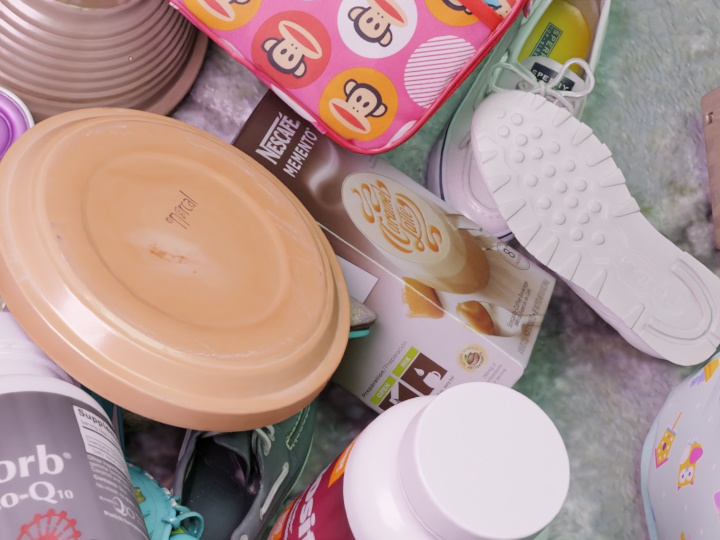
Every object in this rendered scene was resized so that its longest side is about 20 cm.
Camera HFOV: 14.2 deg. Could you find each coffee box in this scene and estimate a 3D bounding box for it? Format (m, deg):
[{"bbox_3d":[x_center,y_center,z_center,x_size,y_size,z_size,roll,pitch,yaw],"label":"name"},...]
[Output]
[{"bbox_3d":[0.000,0.000,1.613,0.200,0.080,0.114,34,28,-5],"label":"coffee box"}]

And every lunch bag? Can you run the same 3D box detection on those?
[{"bbox_3d":[-0.007,-0.181,1.578,0.200,0.082,0.176,40,101,-14],"label":"lunch bag"},{"bbox_3d":[0.242,0.125,1.622,0.122,0.170,0.200,2,68,-21],"label":"lunch bag"}]

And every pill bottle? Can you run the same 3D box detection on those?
[{"bbox_3d":[0.030,0.134,1.510,0.113,0.200,0.113,10,62,-19],"label":"pill bottle"},{"bbox_3d":[-0.163,0.123,1.374,0.116,0.116,0.200,-1,43,-24],"label":"pill bottle"}]

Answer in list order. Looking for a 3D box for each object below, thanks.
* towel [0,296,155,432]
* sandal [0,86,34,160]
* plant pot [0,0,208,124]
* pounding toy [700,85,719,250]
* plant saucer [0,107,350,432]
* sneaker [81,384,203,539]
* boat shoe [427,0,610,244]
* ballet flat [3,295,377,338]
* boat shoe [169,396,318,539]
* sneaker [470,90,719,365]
[{"bbox_3d":[-0.200,0.009,1.571,0.200,0.036,0.148,14,62,-17],"label":"towel"},{"bbox_3d":[-0.249,-0.034,1.523,0.082,0.050,0.203,36,61,2],"label":"sandal"},{"bbox_3d":[-0.173,-0.169,1.638,0.201,0.093,0.201,10,61,-19],"label":"plant pot"},{"bbox_3d":[0.329,-0.092,1.777,0.200,0.184,0.142,1,77,-23],"label":"pounding toy"},{"bbox_3d":[-0.094,-0.007,1.456,0.200,0.032,0.200,21,41,-19],"label":"plant saucer"},{"bbox_3d":[-0.117,0.138,1.486,0.080,0.078,0.200,-21,62,14],"label":"sneaker"},{"bbox_3d":[0.106,-0.103,1.727,0.075,0.086,0.202,32,57,-5],"label":"boat shoe"},{"bbox_3d":[-0.091,0.010,1.526,0.200,0.068,0.067,-4,94,-8],"label":"ballet flat"},{"bbox_3d":[-0.065,0.104,1.566,0.073,0.062,0.200,30,58,-7],"label":"boat shoe"},{"bbox_3d":[0.129,-0.022,1.683,0.076,0.081,0.200,-42,102,-6],"label":"sneaker"}]
